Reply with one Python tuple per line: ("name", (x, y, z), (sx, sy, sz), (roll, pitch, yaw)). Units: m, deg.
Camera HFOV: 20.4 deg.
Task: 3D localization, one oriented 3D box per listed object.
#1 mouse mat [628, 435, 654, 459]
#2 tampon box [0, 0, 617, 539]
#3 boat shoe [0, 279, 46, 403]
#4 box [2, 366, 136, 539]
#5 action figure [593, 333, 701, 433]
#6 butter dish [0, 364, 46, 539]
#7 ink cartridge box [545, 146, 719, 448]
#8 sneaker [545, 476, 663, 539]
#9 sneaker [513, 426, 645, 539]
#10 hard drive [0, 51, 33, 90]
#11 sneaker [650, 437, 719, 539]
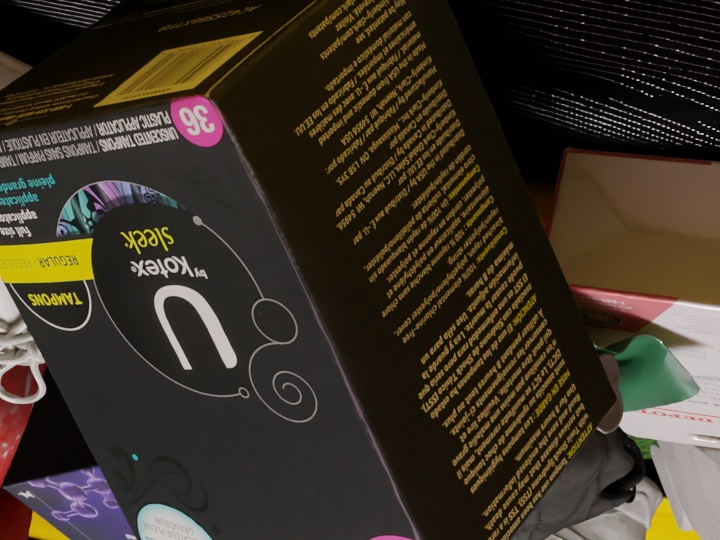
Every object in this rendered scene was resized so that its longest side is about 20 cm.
("mouse mat", (0.127, 0.087, 1.125), (0.160, 0.008, 0.200), (0, 163, -9))
("tampon box", (-0.028, 0.003, 0.720), (0.149, 0.126, 0.201), (-6, 118, 42))
("boat shoe", (-0.147, 0.014, 0.883), (0.074, 0.087, 0.202), (-12, 171, 5))
("box", (-0.055, 0.120, 0.997), (0.141, 0.079, 0.200), (-12, 136, 37))
("action figure", (0.048, 0.054, 0.882), (0.118, 0.055, 0.200), (26, 163, -15))
("butter dish", (-0.231, 0.028, 1.029), (0.199, 0.201, 0.148), (21, 140, -23))
("ink cartridge box", (0.157, 0.021, 0.881), (0.116, 0.068, 0.200), (7, 160, 21))
("sneaker", (0.089, 0.160, 1.278), (0.199, 0.100, 0.078), (10, 161, 9))
("sneaker", (0.103, 0.111, 1.056), (0.090, 0.076, 0.200), (-13, 173, 1))
("hard drive", (-0.218, -0.087, 0.856), (0.199, 0.027, 0.132), (25, 159, -16))
("sneaker", (0.205, 0.098, 1.050), (0.088, 0.076, 0.200), (-20, 178, 2))
